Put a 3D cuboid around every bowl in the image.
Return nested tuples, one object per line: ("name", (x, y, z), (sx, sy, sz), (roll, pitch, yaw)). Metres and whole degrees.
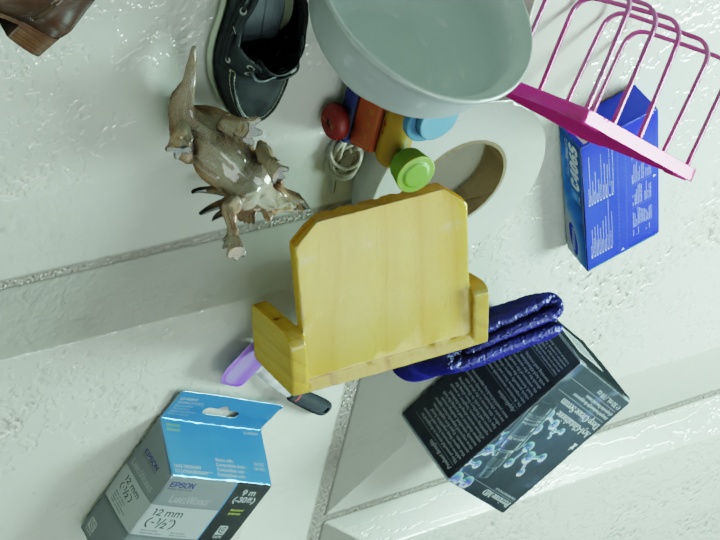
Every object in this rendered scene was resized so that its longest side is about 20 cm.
("bowl", (0.034, -0.197, 1.507), (0.201, 0.202, 0.090), (-5, 153, -36))

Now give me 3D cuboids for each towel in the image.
("towel", (0.122, 0.076, 1.894), (0.147, 0.050, 0.200), (-27, 180, -14))

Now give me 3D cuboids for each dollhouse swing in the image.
("dollhouse swing", (0.000, 0.000, 1.738), (0.199, 0.182, 0.176), (-15, 109, -16))

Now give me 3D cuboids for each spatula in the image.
("spatula", (-0.081, 0.118, 1.885), (0.057, 0.021, 0.200), (-46, 144, 6))

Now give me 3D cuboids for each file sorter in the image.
("file sorter", (0.227, -0.184, 1.687), (0.200, 0.139, 0.126), (20, 95, -50))

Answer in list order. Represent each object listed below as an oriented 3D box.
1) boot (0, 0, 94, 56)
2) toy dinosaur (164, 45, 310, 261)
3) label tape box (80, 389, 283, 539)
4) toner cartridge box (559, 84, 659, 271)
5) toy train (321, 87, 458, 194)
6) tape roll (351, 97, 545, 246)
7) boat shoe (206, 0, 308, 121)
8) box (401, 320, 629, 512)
("boot", (-0.209, -0.259, 1.324), (0.200, 0.064, 0.186), (-39, 157, 9))
("toy dinosaur", (-0.120, -0.098, 1.559), (0.086, 0.136, 0.200), (-34, 114, -3))
("label tape box", (-0.172, 0.220, 1.888), (0.143, 0.066, 0.200), (13, 124, -46))
("toner cartridge box", (0.259, -0.093, 1.912), (0.095, 0.043, 0.200), (-26, 143, -12))
("toy train", (0.025, -0.110, 1.638), (0.084, 0.116, 0.200), (-12, 137, -29))
("tape roll", (0.086, -0.094, 1.775), (0.202, 0.037, 0.203), (-22, 142, -18))
("boat shoe", (-0.076, -0.188, 1.510), (0.074, 0.066, 0.200), (-13, 138, -28))
("box", (0.175, 0.153, 2.063), (0.200, 0.107, 0.148), (-42, 144, 9))
